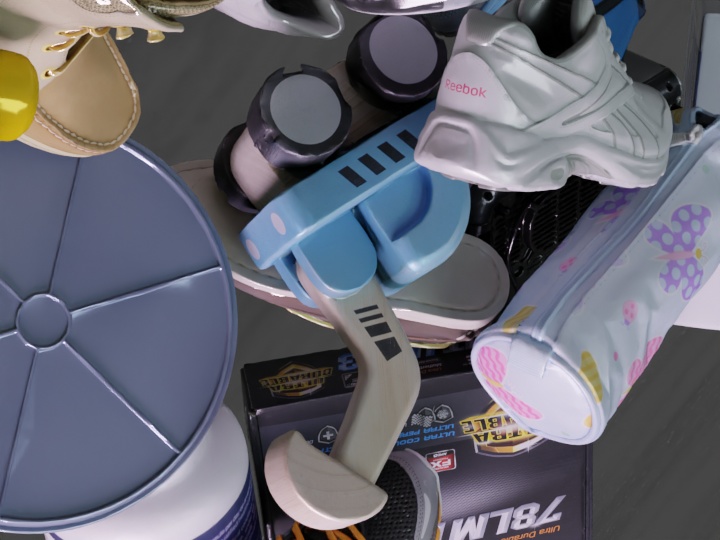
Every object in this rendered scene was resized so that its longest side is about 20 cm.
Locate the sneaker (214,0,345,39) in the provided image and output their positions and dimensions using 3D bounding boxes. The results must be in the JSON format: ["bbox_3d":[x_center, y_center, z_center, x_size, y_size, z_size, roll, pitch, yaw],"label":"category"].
[{"bbox_3d":[-0.073,-0.164,0.781,0.075,0.088,0.200,-56,143,6],"label":"sneaker"}]

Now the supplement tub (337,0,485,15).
[{"bbox_3d":[0.023,-0.230,0.780,0.122,0.122,0.201,-28,119,-30],"label":"supplement tub"}]

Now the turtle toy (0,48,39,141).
[{"bbox_3d":[-0.221,-0.025,0.692,0.145,0.102,0.200,6,153,-32],"label":"turtle toy"}]

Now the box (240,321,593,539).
[{"bbox_3d":[0.038,0.130,1.002,0.199,0.050,0.200,-9,124,-7],"label":"box"}]

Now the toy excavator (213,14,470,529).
[{"bbox_3d":[0.000,0.000,0.845,0.194,0.201,0.100,-34,178,-24],"label":"toy excavator"}]

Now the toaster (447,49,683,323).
[{"bbox_3d":[0.092,-0.030,1.042,0.199,0.118,0.182,-31,137,-28],"label":"toaster"}]

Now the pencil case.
[{"bbox_3d":[0.143,0.001,0.914,0.200,0.083,0.091,-49,166,-26],"label":"pencil case"}]

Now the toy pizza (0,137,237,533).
[{"bbox_3d":[-0.156,0.025,0.818,0.199,0.032,0.202,1,87,-23],"label":"toy pizza"}]

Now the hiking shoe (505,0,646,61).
[{"bbox_3d":[0.120,-0.170,0.954,0.086,0.074,0.201,12,85,-29],"label":"hiking shoe"}]

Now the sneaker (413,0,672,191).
[{"bbox_3d":[0.106,-0.093,0.834,0.200,0.078,0.100,-12,117,-57],"label":"sneaker"}]

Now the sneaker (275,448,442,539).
[{"bbox_3d":[-0.033,0.173,0.906,0.200,0.078,0.077,-48,139,-9],"label":"sneaker"}]

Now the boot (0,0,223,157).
[{"bbox_3d":[-0.113,-0.111,0.712,0.073,0.155,0.200,-62,142,-26],"label":"boot"}]

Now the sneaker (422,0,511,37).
[{"bbox_3d":[0.050,-0.224,0.898,0.095,0.079,0.201,2,114,-28],"label":"sneaker"}]

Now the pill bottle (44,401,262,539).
[{"bbox_3d":[-0.117,0.130,0.940,0.119,0.120,0.201,-31,138,-27],"label":"pill bottle"}]

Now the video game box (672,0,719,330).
[{"bbox_3d":[0.228,-0.089,1.095,0.182,0.046,0.201,-60,155,-66],"label":"video game box"}]

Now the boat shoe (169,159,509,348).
[{"bbox_3d":[-0.021,-0.004,0.921,0.060,0.199,0.072,119,-16,-62],"label":"boat shoe"}]
